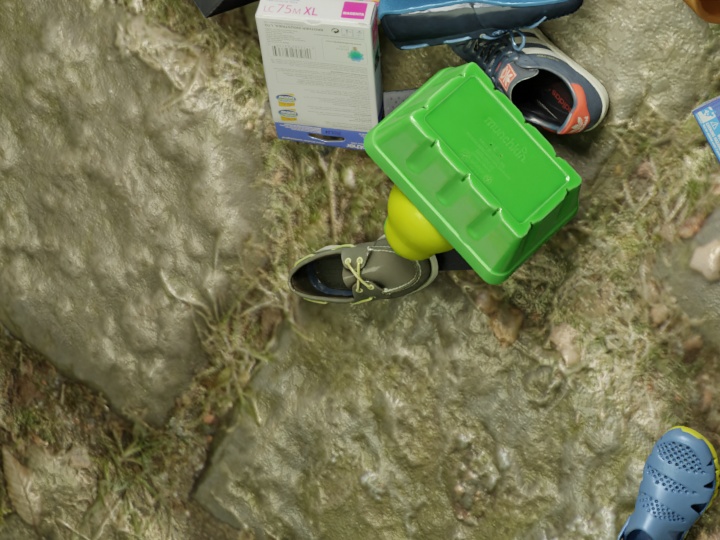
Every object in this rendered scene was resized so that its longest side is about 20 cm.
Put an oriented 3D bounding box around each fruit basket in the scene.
[{"bbox_3d":[0.101,-0.086,1.647,0.216,0.156,0.216,42,161,18],"label":"fruit basket"}]

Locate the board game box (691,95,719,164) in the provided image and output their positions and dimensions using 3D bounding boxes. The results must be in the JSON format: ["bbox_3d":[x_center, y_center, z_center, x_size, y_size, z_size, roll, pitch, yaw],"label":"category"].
[{"bbox_3d":[0.439,-0.105,1.514,0.199,0.041,0.200,-28,92,37],"label":"board game box"}]

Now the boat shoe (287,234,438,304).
[{"bbox_3d":[0.001,0.003,1.796,0.202,0.060,0.072,-6,105,49],"label":"boat shoe"}]

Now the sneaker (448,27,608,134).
[{"bbox_3d":[0.150,-0.203,1.632,0.200,0.085,0.075,35,123,17],"label":"sneaker"}]

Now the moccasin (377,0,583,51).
[{"bbox_3d":[0.119,-0.256,1.604,0.200,0.081,0.068,-1,138,16],"label":"moccasin"}]

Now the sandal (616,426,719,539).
[{"bbox_3d":[0.313,0.255,1.709,0.079,0.087,0.200,24,118,25],"label":"sandal"}]

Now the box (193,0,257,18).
[{"bbox_3d":[-0.100,-0.369,1.702,0.200,0.122,0.106,-38,86,36],"label":"box"}]

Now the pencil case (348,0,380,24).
[{"bbox_3d":[-0.003,-0.285,1.701,0.200,0.087,0.087,-19,98,36],"label":"pencil case"}]

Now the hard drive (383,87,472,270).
[{"bbox_3d":[0.101,-0.100,1.730,0.135,0.042,0.200,-2,108,33],"label":"hard drive"}]

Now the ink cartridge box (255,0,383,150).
[{"bbox_3d":[-0.038,-0.205,1.721,0.119,0.042,0.200,7,144,9],"label":"ink cartridge box"}]

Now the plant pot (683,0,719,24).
[{"bbox_3d":[0.317,-0.335,1.422,0.140,0.200,0.200,49,128,27],"label":"plant pot"}]
